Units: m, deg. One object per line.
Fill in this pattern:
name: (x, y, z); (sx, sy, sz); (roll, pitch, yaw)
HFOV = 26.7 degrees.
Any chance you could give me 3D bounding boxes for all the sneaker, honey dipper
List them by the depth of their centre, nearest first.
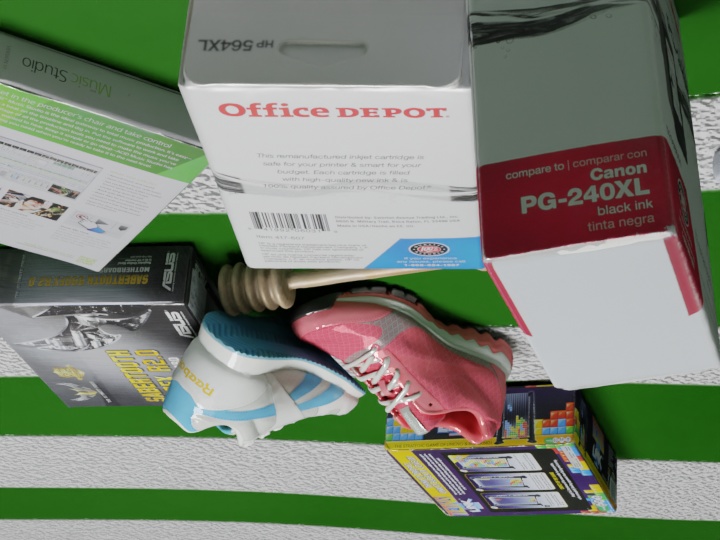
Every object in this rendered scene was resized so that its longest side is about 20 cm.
honey dipper: (0.000, 0.000, 1.045); (0.199, 0.038, 0.038); (-9, 152, 15)
sneaker: (-0.071, 0.084, 1.123); (0.076, 0.081, 0.200); (41, -168, 32)
sneaker: (0.036, 0.074, 1.128); (0.199, 0.087, 0.074); (20, 149, -30)

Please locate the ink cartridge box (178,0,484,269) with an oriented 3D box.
ink cartridge box: (-0.005, -0.079, 0.816); (0.145, 0.085, 0.200); (1, 154, 6)

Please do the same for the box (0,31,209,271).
box: (-0.188, -0.066, 0.930); (0.144, 0.037, 0.200); (17, 153, -26)

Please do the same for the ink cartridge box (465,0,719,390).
ink cartridge box: (0.106, -0.068, 0.696); (0.083, 0.201, 0.145); (-9, 152, 17)

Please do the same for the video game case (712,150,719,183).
video game case: (0.340, -0.052, 0.899); (0.199, 0.022, 0.182); (26, 147, -37)

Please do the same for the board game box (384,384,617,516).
board game box: (0.128, 0.161, 1.335); (0.164, 0.057, 0.200); (-3, 154, 18)

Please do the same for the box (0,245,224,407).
box: (-0.178, 0.047, 1.144); (0.157, 0.049, 0.200); (-1, 154, 9)
